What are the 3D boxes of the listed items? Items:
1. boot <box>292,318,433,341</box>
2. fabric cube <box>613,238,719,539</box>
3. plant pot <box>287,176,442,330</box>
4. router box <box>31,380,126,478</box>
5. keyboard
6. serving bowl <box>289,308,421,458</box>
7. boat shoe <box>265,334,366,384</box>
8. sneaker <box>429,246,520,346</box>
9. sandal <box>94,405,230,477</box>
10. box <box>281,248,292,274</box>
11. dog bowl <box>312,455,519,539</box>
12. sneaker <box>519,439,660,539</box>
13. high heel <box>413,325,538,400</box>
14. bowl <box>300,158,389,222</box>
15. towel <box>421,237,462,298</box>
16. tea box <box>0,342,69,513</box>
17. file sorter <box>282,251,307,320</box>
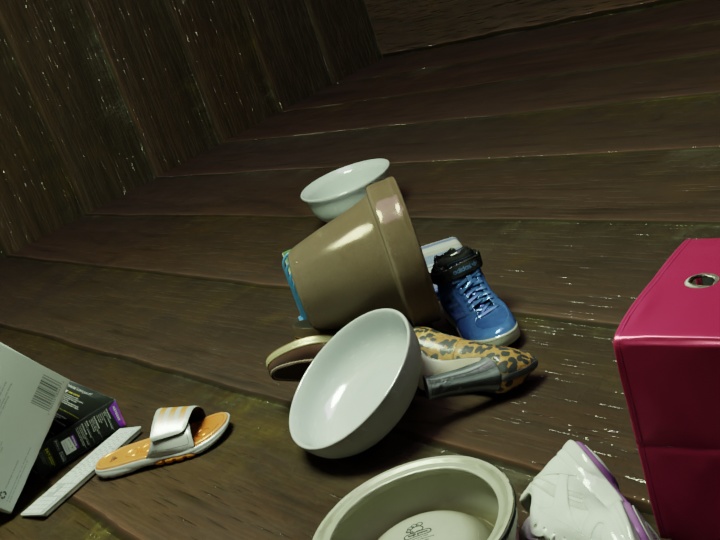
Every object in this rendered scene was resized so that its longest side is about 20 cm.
[{"bbox_3d":[0.006,0.104,1.371,0.195,0.077,0.074,-4,11,3],"label":"boot"},{"bbox_3d":[0.352,0.095,0.810,0.197,0.203,0.196,-3,25,41],"label":"fabric cube"},{"bbox_3d":[0.000,0.000,1.316,0.172,0.203,0.201,-21,19,2],"label":"plant pot"},{"bbox_3d":[-0.472,0.240,1.514,0.148,0.052,0.198,-31,22,-31],"label":"router box"},{"bbox_3d":[-0.392,0.282,1.383,0.055,0.011,0.200,-6,24,37],"label":"keyboard"},{"bbox_3d":[0.004,0.147,1.191,0.199,0.066,0.202,-36,27,22],"label":"serving bowl"},{"bbox_3d":[-0.029,0.132,1.301,0.195,0.073,0.073,-6,58,2],"label":"boat shoe"},{"bbox_3d":[0.149,0.030,1.331,0.075,0.113,0.200,-22,19,-5],"label":"sneaker"},{"bbox_3d":[-0.279,0.226,1.337,0.203,0.060,0.079,-19,19,5],"label":"sandal"},{"bbox_3d":[-0.046,-0.037,1.836,0.196,0.037,0.145,-21,19,-3],"label":"box"},{"bbox_3d":[0.056,0.257,0.885,0.196,0.075,0.201,-20,19,7],"label":"dog bowl"},{"bbox_3d":[0.197,0.231,0.842,0.099,0.075,0.200,-39,19,4],"label":"sneaker"},{"bbox_3d":[0.136,0.107,1.233,0.139,0.073,0.200,-11,17,-4],"label":"high heel"},{"bbox_3d":[-0.019,-0.149,2.016,0.197,0.092,0.202,-18,20,7],"label":"bowl"},{"bbox_3d":[0.108,0.005,1.580,0.144,0.024,0.201,-18,21,2],"label":"towel"},{"bbox_3d":[-0.548,0.217,1.396,0.195,0.133,0.203,-2,61,47],"label":"tea box"},{"bbox_3d":[-0.037,0.030,1.500,0.137,0.125,0.200,-23,17,-6],"label":"file sorter"}]
